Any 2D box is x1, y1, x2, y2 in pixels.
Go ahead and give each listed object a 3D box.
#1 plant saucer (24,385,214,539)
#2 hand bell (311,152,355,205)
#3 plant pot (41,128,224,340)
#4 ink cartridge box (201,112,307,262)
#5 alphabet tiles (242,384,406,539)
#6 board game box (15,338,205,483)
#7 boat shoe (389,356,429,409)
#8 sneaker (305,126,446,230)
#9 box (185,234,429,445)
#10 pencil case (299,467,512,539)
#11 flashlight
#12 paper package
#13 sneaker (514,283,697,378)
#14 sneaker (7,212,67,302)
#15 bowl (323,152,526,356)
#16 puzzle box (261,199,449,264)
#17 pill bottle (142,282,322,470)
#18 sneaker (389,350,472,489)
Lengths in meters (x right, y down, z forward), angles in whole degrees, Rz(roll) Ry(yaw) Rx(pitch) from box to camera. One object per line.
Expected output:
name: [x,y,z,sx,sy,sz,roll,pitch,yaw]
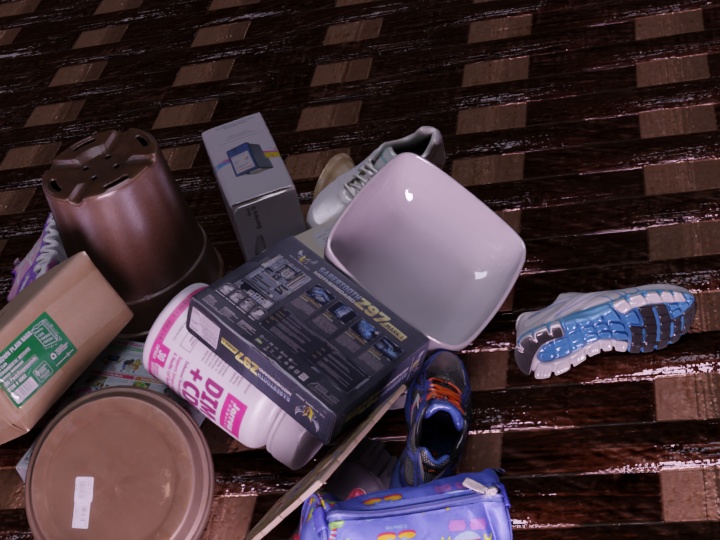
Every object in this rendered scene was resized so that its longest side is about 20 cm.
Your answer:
plant saucer: [-0.244,0.214,1.263,0.196,0.030,0.204,-1,75,5]
hand bell: [0.048,-0.066,1.570,0.198,0.105,0.104,21,49,23]
plant pot: [-0.291,-0.053,1.574,0.197,0.200,0.202,-11,38,8]
ink cartridge box: [-0.126,-0.082,1.588,0.086,0.147,0.201,-19,36,-4]
alphabet tiles: [-0.049,0.199,1.186,0.200,0.008,0.167,-46,-2,38]
board game box: [-0.260,0.170,1.392,0.145,0.065,0.201,5,44,26]
boat shoe: [-0.007,0.104,1.371,0.196,0.064,0.071,-1,40,19]
sneaker: [0.016,-0.112,1.514,0.199,0.080,0.071,-35,73,-10]
box: [-0.053,0.064,1.270,0.199,0.051,0.157,36,45,20]
pencil case: [0.044,0.226,1.131,0.196,0.088,0.079,-4,47,-16]
flashlight: [-0.025,0.248,1.202,0.067,0.069,0.200,16,42,25]
paper package: [-0.380,0.094,1.440,0.190,0.104,0.200,-25,20,51]
sneaker: [0.254,0.045,1.339,0.197,0.076,0.087,-13,31,5]
sneaker: [-0.419,-0.008,1.678,0.087,0.081,0.201,-26,32,16]
bowl: [0.065,-0.008,1.399,0.199,0.075,0.200,38,52,3]
puzzle box: [0.000,0.000,1.465,0.197,0.025,0.135,-24,81,-11]
pill bottle: [-0.120,0.112,1.320,0.199,0.114,0.113,33,55,17]
sneaker: [0.081,0.150,1.247,0.074,0.079,0.202,17,41,-5]
